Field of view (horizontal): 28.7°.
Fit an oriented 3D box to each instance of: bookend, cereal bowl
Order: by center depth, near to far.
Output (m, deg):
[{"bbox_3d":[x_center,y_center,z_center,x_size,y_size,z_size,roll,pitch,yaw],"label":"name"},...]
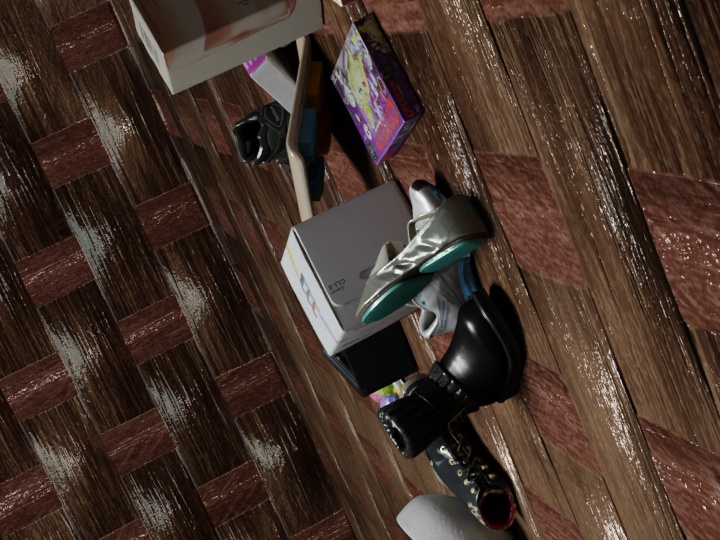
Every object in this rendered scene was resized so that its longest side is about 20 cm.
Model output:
[{"bbox_3d":[0.152,0.375,1.969,0.200,0.083,0.200,36,180,0],"label":"cereal bowl"},{"bbox_3d":[-0.020,0.057,2.108,0.200,0.092,0.199,69,168,-22],"label":"bookend"}]

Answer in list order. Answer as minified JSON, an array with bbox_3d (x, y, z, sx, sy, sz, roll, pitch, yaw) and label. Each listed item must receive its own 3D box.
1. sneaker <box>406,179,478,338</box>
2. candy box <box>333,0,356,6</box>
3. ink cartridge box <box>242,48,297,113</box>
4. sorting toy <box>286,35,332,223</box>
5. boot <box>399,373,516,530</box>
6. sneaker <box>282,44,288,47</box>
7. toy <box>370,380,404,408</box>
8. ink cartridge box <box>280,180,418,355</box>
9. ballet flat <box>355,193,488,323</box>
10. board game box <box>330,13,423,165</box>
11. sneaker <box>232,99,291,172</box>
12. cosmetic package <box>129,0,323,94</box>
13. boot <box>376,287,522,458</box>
[{"bbox_3d":[0.075,-0.004,1.539,0.075,0.087,0.200,50,161,57],"label":"sneaker"},{"bbox_3d":[-0.009,-0.292,1.185,0.200,0.115,0.055,47,161,56],"label":"candy box"},{"bbox_3d":[-0.155,-0.317,1.851,0.196,0.043,0.200,59,-170,25],"label":"ink cartridge box"},{"bbox_3d":[-0.061,-0.172,1.777,0.185,0.036,0.200,81,-171,-58],"label":"sorting toy"},{"bbox_3d":[0.133,0.243,1.883,0.154,0.073,0.204,41,159,57],"label":"boot"},{"bbox_3d":[-0.140,-0.362,1.755,0.085,0.074,0.200,121,125,-83],"label":"sneaker"},{"bbox_3d":[0.033,0.181,2.264,0.200,0.047,0.115,59,170,27],"label":"toy"},{"bbox_3d":[0.000,0.000,1.742,0.145,0.145,0.200,63,168,6],"label":"ink cartridge box"},{"bbox_3d":[0.057,-0.015,1.479,0.200,0.067,0.064,-39,68,41],"label":"ballet flat"},{"bbox_3d":[0.015,-0.194,1.543,0.120,0.032,0.200,59,169,4],"label":"board game box"},{"bbox_3d":[-0.127,-0.184,2.011,0.076,0.114,0.199,63,171,13],"label":"sneaker"},{"bbox_3d":[-0.154,-0.301,1.628,0.103,0.200,0.087,57,167,23],"label":"cosmetic package"},{"bbox_3d":[0.093,0.120,1.544,0.079,0.158,0.211,56,167,34],"label":"boot"}]
